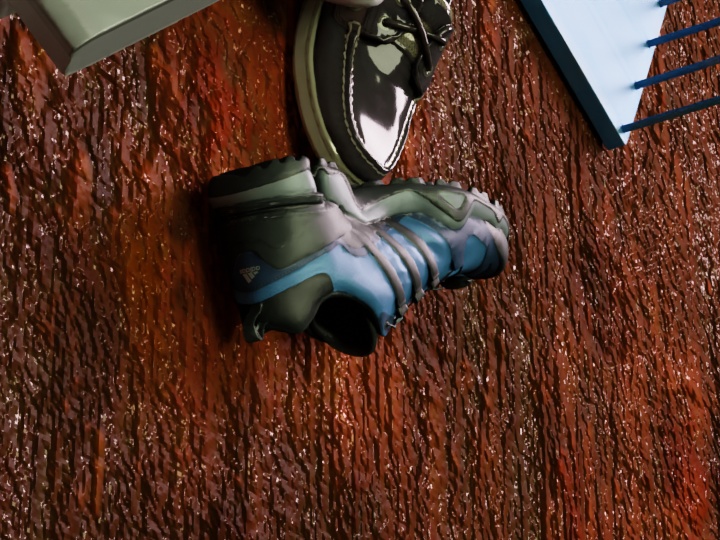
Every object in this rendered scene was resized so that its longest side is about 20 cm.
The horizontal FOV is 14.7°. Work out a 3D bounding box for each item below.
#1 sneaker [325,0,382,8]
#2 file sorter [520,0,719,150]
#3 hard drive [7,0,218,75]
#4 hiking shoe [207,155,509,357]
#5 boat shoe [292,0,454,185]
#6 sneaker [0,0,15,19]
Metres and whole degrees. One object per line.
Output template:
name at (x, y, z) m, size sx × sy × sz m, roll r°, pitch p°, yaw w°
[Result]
sneaker at (-0.016, -0.225, 1.378) m, size 0.075 × 0.082 × 0.200 m, roll 3°, pitch 63°, yaw -29°
file sorter at (0.189, -0.200, 1.700) m, size 0.139 × 0.123 × 0.200 m, roll 56°, pitch 34°, yaw -27°
hard drive at (-0.117, -0.181, 1.066) m, size 0.132 × 0.026 × 0.200 m, roll -30°, pitch 77°, yaw -32°
hiking shoe at (0.000, 0.000, 1.332) m, size 0.200 × 0.074 × 0.087 m, roll 6°, pitch 77°, yaw -49°
boat shoe at (0.015, -0.128, 1.415) m, size 0.072 × 0.065 × 0.200 m, roll 49°, pitch 37°, yaw -36°
sneaker at (-0.188, -0.143, 1.076) m, size 0.114 × 0.073 × 0.200 m, roll 67°, pitch 19°, yaw -4°
